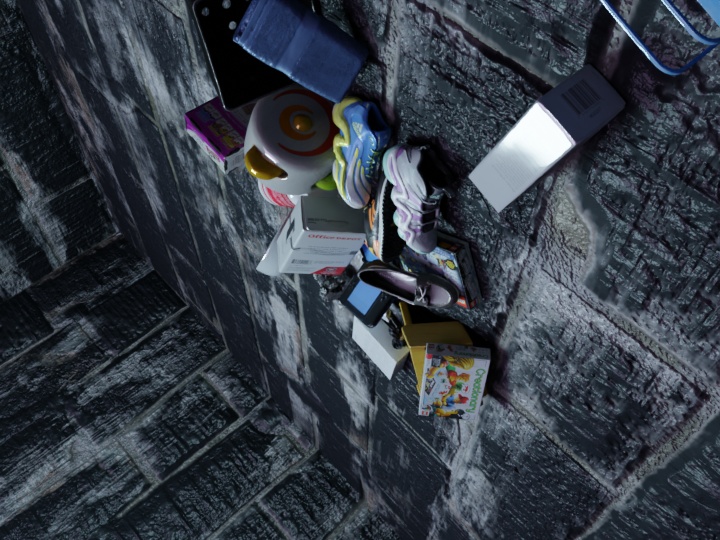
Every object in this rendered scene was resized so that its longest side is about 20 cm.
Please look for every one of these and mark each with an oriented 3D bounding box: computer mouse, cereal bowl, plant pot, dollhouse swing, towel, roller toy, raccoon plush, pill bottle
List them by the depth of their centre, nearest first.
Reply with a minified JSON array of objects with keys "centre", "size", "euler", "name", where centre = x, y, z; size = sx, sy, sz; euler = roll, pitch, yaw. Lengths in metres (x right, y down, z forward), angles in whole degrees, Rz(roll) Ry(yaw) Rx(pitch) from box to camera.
[{"centre":[-0.093,-0.362,1.117],"size":[0.200,0.049,0.112],"euler":[28,119,-19],"name":"towel"},{"centre":[-0.199,-0.430,1.205],"size":[0.177,0.199,0.200],"euler":[50,160,41],"name":"plant pot"},{"centre":[-0.122,-0.247,1.301],"size":[0.140,0.200,0.183],"euler":[130,135,-65],"name":"roller toy"},{"centre":[-0.130,-0.189,1.490],"size":[0.200,0.112,0.112],"euler":[14,136,56],"name":"pill bottle"},{"centre":[0.177,0.168,1.518],"size":[0.181,0.176,0.200],"euler":[-5,129,14],"name":"dollhouse swing"},{"centre":[0.041,0.087,1.590],"size":[0.200,0.044,0.110],"euler":[60,179,18],"name":"computer mouse"},{"centre":[-0.161,-0.068,1.636],"size":[0.083,0.200,0.200],"euler":[32,158,-8],"name":"cereal bowl"},{"centre":[-0.090,0.013,1.739],"size":[0.134,0.097,0.200],"euler":[53,158,21],"name":"raccoon plush"}]

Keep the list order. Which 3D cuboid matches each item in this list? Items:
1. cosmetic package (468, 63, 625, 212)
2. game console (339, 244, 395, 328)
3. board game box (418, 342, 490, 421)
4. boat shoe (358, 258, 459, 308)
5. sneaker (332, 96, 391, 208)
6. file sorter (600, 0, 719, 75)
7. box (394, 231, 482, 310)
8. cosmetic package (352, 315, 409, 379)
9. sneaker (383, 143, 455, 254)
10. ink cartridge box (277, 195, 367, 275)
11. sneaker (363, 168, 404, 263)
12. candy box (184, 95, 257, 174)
[{"centre":[0.228,-0.159,0.881],"size":[0.074,0.102,0.200],"euler":[51,158,7],"name":"cosmetic package"},{"centre":[0.000,0.000,1.469],"size":[0.118,0.171,0.200],"euler":[35,180,-24],"name":"game console"},{"centre":[0.190,0.231,1.431],"size":[0.126,0.035,0.200],"euler":[5,132,4],"name":"board game box"},{"centre":[0.085,0.031,1.308],"size":[0.200,0.057,0.067],"euler":[20,117,30],"name":"boat shoe"},{"centre":[0.004,-0.205,1.226],"size":[0.105,0.076,0.200],"euler":[10,116,48],"name":"sneaker"},{"centre":[0.301,-0.275,0.556],"size":[0.139,0.123,0.200],"euler":[52,157,4],"name":"file sorter"},{"centre":[0.136,-0.017,1.329],"size":[0.200,0.040,0.137],"euler":[25,145,47],"name":"box"},{"centre":[0.047,0.181,1.727],"size":[0.151,0.052,0.200],"euler":[45,164,13],"name":"cosmetic package"},{"centre":[0.115,-0.116,1.168],"size":[0.140,0.078,0.200],"euler":[9,125,56],"name":"sneaker"},{"centre":[-0.080,-0.069,1.454],"size":[0.200,0.144,0.084],"euler":[130,138,-58],"name":"ink cartridge box"},{"centre":[0.037,-0.115,1.290],"size":[0.090,0.070,0.200],"euler":[34,132,41],"name":"sneaker"},{"centre":[-0.234,-0.301,1.416],"size":[0.136,0.200,0.061],"euler":[47,156,16],"name":"candy box"}]
